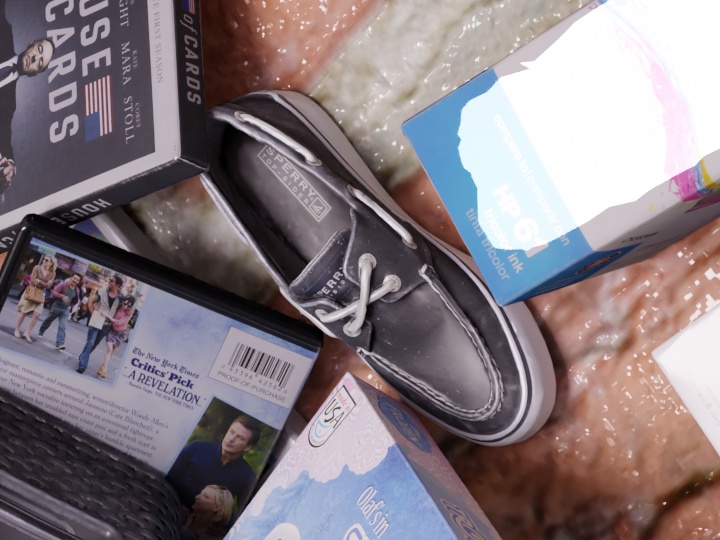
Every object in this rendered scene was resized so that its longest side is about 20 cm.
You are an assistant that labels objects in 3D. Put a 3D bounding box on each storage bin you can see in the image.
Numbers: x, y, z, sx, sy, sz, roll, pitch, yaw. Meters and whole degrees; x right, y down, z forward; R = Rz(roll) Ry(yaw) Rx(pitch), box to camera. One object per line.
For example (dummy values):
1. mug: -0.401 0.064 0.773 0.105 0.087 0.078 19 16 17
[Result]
1. storage bin: -0.178 0.165 1.066 0.135 0.094 0.200 28 112 -12

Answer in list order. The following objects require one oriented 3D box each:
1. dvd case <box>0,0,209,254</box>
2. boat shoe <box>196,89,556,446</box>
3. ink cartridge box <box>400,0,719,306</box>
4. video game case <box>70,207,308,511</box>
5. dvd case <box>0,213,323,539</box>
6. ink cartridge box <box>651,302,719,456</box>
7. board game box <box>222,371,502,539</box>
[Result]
1. dvd case: -0.152 -0.086 1.111 0.199 0.025 0.151 -20 65 34
2. boat shoe: 0.000 0.000 1.050 0.200 0.068 0.072 50 117 14
3. ink cartridge box: 0.139 -0.075 0.917 0.200 0.144 0.085 -33 81 29
4. video game case: -0.113 0.096 1.155 0.200 0.022 0.182 48 117 15
5. dvd case: -0.120 0.086 1.092 0.142 0.018 0.201 22 111 -9
6. ink cartridge box: 0.219 -0.005 0.901 0.200 0.115 0.068 -38 79 27
7. board game box: -0.023 0.166 0.986 0.043 0.200 0.199 34 98 -25
